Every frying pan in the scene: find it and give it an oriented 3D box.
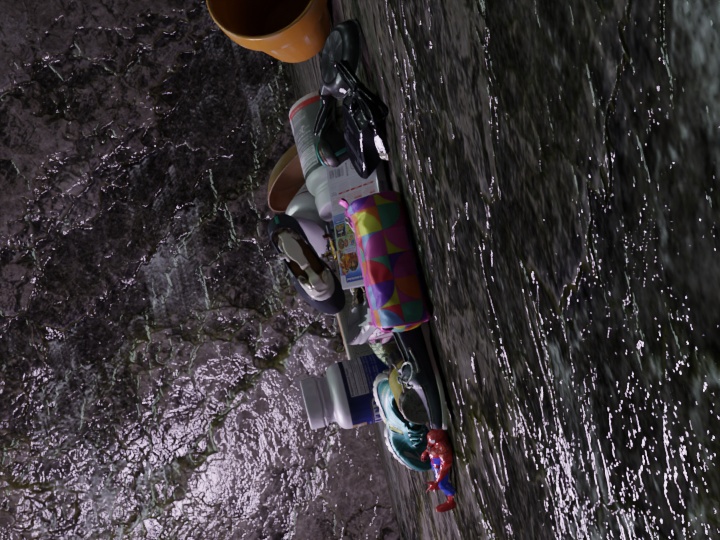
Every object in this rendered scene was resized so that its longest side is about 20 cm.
[{"bbox_3d":[-0.044,-0.290,1.558,0.190,0.031,0.115,-39,50,56],"label":"frying pan"}]

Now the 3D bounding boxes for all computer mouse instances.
[{"bbox_3d":[0.018,-0.190,1.483,0.200,0.046,0.140,81,161,-50],"label":"computer mouse"}]

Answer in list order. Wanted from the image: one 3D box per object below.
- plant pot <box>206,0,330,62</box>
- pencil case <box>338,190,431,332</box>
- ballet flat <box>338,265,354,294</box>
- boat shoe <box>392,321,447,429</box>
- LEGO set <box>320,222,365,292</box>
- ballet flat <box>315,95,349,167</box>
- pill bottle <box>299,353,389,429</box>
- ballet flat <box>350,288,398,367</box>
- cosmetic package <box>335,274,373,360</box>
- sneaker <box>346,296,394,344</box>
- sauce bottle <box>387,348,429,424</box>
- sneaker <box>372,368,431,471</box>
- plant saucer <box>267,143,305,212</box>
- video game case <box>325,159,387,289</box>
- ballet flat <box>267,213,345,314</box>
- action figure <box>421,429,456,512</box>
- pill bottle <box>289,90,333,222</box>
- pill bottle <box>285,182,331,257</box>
[{"bbox_3d":[-0.135,-0.447,1.811,0.183,0.200,0.200,39,-145,-70],"label":"plant pot"},{"bbox_3d":[0.035,-0.012,1.483,0.088,0.088,0.200,103,152,-81],"label":"pencil case"},{"bbox_3d":[0.016,0.034,1.989,0.200,0.068,0.068,67,169,-9],"label":"ballet flat"},{"bbox_3d":[0.078,0.134,1.529,0.075,0.062,0.200,128,128,-82],"label":"boat shoe"},{"bbox_3d":[0.000,0.000,1.763,0.200,0.116,0.154,86,170,-69],"label":"LEGO set"},{"bbox_3d":[-0.025,-0.224,1.664,0.068,0.068,0.200,56,-161,-31],"label":"ballet flat"},{"bbox_3d":[0.000,0.213,1.882,0.120,0.200,0.120,166,90,-86],"label":"pill bottle"},{"bbox_3d":[0.033,0.090,1.860,0.200,0.068,0.075,-124,26,-48],"label":"ballet flat"},{"bbox_3d":[0.008,0.101,2.098,0.071,0.105,0.200,83,174,-58],"label":"cosmetic package"},{"bbox_3d":[0.049,0.063,1.667,0.200,0.086,0.080,138,137,-63],"label":"sneaker"},{"bbox_3d":[0.076,0.174,1.674,0.200,0.065,0.065,-118,15,-71],"label":"sauce bottle"},{"bbox_3d":[0.079,0.260,1.796,0.080,0.077,0.200,22,140,61],"label":"sneaker"},{"bbox_3d":[-0.100,-0.190,1.959,0.035,0.200,0.200,48,166,18],"label":"plant saucer"},{"bbox_3d":[0.001,-0.077,1.628,0.143,0.018,0.200,-12,84,57],"label":"video game case"},{"bbox_3d":[-0.090,-0.003,1.772,0.200,0.073,0.073,57,-179,-14],"label":"ballet flat"},{"bbox_3d":[0.120,0.303,1.647,0.200,0.052,0.065,85,175,-48],"label":"action figure"},{"bbox_3d":[-0.044,-0.191,1.785,0.114,0.114,0.200,87,169,-68],"label":"pill bottle"},{"bbox_3d":[-0.066,-0.104,1.878,0.200,0.112,0.112,-61,-35,-54],"label":"pill bottle"}]
